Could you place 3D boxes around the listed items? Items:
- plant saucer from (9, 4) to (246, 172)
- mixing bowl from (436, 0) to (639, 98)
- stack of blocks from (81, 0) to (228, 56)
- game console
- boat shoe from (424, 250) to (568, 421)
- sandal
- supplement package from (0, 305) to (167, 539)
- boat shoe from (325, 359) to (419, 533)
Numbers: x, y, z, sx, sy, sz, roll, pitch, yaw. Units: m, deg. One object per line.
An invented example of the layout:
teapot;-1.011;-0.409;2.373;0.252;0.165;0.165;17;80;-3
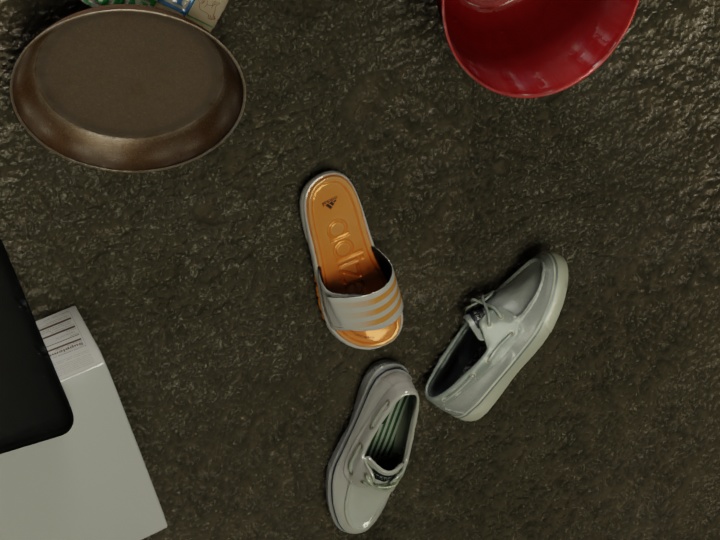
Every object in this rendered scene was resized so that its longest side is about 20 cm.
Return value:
plant saucer;-0.196;-0.158;1.530;0.198;0.032;0.201;-3;142;-2
mixing bowl;0.144;-0.269;1.622;0.198;0.108;0.202;-11;121;-18
stack of blocks;-0.197;-0.274;1.493;0.199;0.059;0.116;24;105;-33
game console;-0.374;0.087;1.552;0.175;0.201;0.116;-30;165;18
boat shoe;0.135;0.063;1.821;0.071;0.070;0.202;22;108;-35
sandal;-0.008;0.003;1.730;0.079;0.059;0.208;-27;124;-9
supplement package;-0.288;0.165;1.658;0.155;0.111;0.201;-23;124;-11
boat shoe;0.013;0.192;1.837;0.073;0.067;0.202;-1;117;-23
